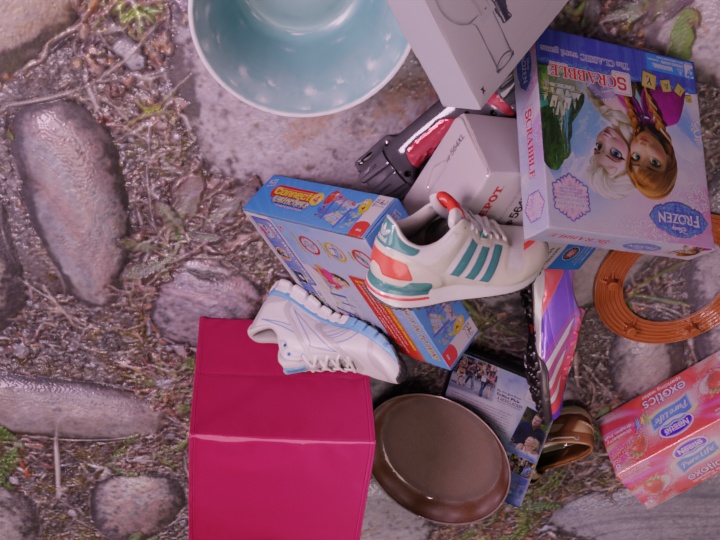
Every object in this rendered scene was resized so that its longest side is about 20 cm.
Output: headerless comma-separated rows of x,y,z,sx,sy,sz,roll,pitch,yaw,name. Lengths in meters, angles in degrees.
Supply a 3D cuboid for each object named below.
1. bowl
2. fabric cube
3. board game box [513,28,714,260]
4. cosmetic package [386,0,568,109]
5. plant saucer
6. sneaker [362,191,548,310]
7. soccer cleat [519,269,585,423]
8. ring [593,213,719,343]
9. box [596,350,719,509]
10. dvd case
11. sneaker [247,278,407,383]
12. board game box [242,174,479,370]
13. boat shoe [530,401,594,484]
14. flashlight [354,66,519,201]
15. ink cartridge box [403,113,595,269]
-0.053,-0.250,0.946,0.199,0.105,0.202,-4,129,-5,bowl
-0.096,0.190,1.229,0.198,0.201,0.197,2,129,-6,fabric cube
0.243,-0.119,1.012,0.199,0.201,0.041,5,164,-25,board game box
0.112,-0.263,0.916,0.200,0.052,0.151,-51,131,-21,cosmetic package
0.099,0.236,1.349,0.199,0.032,0.201,11,120,19,plant saucer
0.098,-0.027,0.974,0.199,0.070,0.094,-11,127,-26,sneaker
0.228,0.078,1.223,0.073,0.068,0.201,-6,98,-5,soccer cleat
0.378,0.016,1.262,0.199,0.019,0.201,-3,128,-4,ring
0.422,0.206,1.364,0.200,0.103,0.095,-33,125,20,box
0.163,0.196,1.329,0.142,0.018,0.201,22,123,14,dvd case
-0.040,0.088,1.148,0.087,0.199,0.075,-51,145,-23,sneaker
0.000,0.000,1.101,0.056,0.195,0.200,-51,129,-21,board game box
0.212,0.239,1.383,0.199,0.074,0.076,-26,126,13,boat shoe
0.090,-0.140,1.075,0.200,0.068,0.068,-40,125,21,flashlight
0.165,-0.075,1.078,0.199,0.085,0.146,0,143,-28,ink cartridge box
